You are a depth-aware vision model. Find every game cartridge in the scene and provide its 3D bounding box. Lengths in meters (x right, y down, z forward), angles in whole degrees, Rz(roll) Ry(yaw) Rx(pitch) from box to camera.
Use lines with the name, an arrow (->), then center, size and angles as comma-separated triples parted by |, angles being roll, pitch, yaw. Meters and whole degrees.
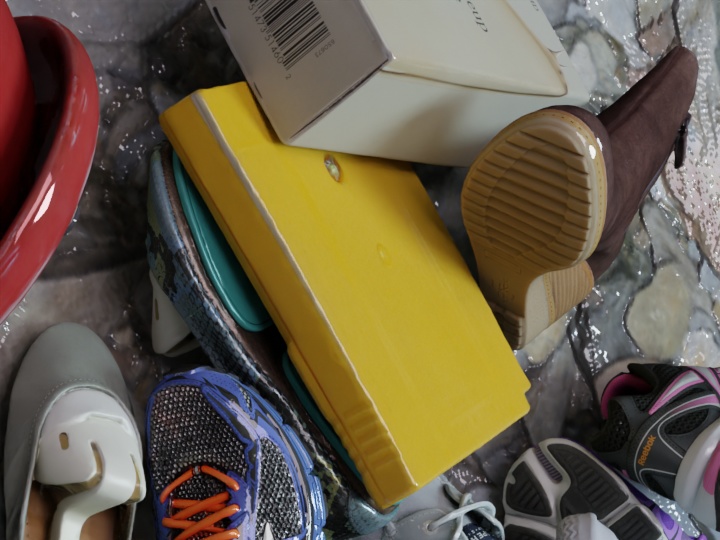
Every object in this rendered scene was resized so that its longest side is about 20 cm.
game cartridge -> 0.000, 0.000, 0.978 | 0.200, 0.032, 0.176 | 62, 25, 3

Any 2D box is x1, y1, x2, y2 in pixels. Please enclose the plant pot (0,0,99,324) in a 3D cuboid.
plant pot -> -0.213, -0.059, 0.761 | 0.182, 0.200, 0.201 | 39, 52, -35

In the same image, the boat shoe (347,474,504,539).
boat shoe -> 0.044, 0.137, 0.989 | 0.070, 0.071, 0.201 | -34, 98, -43

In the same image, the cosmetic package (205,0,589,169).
cosmetic package -> 0.020, -0.112, 1.010 | 0.200, 0.073, 0.104 | 0, 58, -58

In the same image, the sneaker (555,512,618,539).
sneaker -> 0.168, 0.191, 1.016 | 0.075, 0.115, 0.200 | -83, 154, -61

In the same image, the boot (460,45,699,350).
boot -> 0.120, -0.063, 1.056 | 0.072, 0.200, 0.166 | 32, 63, 13

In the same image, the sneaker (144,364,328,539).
sneaker -> -0.055, 0.138, 0.882 | 0.078, 0.075, 0.200 | 0, 76, -66

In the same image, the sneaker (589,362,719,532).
sneaker -> 0.173, 0.074, 1.097 | 0.080, 0.086, 0.200 | -68, 166, 7

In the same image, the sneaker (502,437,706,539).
sneaker -> 0.149, 0.159, 1.088 | 0.200, 0.081, 0.083 | 46, 23, -15

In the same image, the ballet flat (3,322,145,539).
ballet flat -> -0.116, 0.111, 0.867 | 0.067, 0.064, 0.200 | 23, 60, -33

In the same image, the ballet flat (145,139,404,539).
ballet flat -> -0.056, 0.038, 0.940 | 0.074, 0.074, 0.200 | -28, 86, -43
